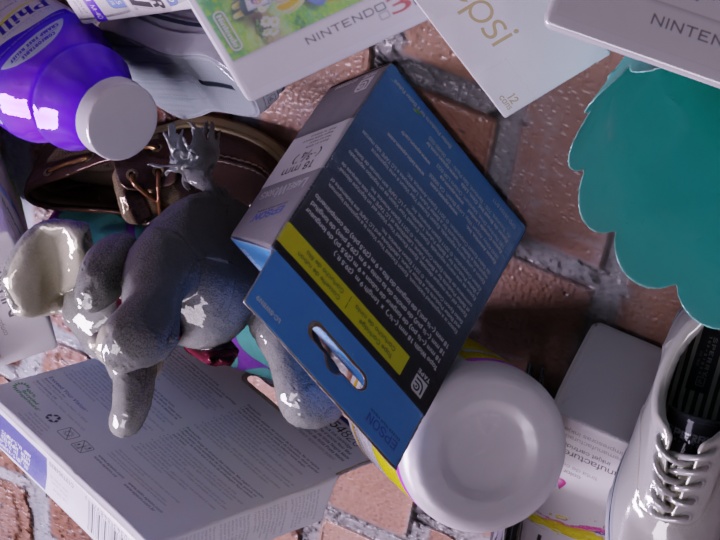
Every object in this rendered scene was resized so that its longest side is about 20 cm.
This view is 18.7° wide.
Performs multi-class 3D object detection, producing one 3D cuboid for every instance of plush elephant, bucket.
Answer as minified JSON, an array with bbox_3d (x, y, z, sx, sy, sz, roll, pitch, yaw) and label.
[{"bbox_3d":[-0.126,0.027,1.333,0.164,0.200,0.155,13,139,-35],"label":"plush elephant"},{"bbox_3d":[0.221,-0.071,1.081,0.207,0.135,0.207,21,144,16],"label":"bucket"}]

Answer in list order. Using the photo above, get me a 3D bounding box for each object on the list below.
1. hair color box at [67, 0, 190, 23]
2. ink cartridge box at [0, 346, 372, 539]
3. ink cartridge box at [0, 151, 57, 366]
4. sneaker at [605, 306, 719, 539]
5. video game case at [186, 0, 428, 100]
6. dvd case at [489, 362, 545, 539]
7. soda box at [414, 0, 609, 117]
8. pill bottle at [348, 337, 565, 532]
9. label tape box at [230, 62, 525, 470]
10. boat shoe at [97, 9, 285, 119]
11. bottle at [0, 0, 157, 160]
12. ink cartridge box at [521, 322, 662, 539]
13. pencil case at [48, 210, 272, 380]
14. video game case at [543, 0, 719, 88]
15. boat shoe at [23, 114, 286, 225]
[{"bbox_3d":[-0.101,-0.206,1.223,0.200,0.065,0.109,-4,133,38],"label":"hair color box"},{"bbox_3d":[-0.119,0.117,1.463,0.200,0.200,0.041,37,131,39],"label":"ink cartridge box"},{"bbox_3d":[-0.259,-0.014,1.467,0.067,0.200,0.117,-19,135,-3],"label":"ink cartridge box"},{"bbox_3d":[0.185,0.109,1.278,0.073,0.201,0.071,10,180,12],"label":"sneaker"},{"bbox_3d":[-0.024,-0.202,1.124,0.182,0.022,0.200,-24,124,11],"label":"video game case"},{"bbox_3d":[0.093,0.183,1.436,0.016,0.200,0.149,10,143,3],"label":"dvd case"},{"bbox_3d":[0.044,-0.175,1.097,0.068,0.064,0.200,-31,122,16],"label":"soda box"},{"bbox_3d":[0.052,0.092,1.380,0.104,0.104,0.200,43,177,-16],"label":"pill bottle"},{"bbox_3d":[0.000,0.000,1.278,0.063,0.200,0.144,-15,124,46],"label":"label tape box"},{"bbox_3d":[-0.088,-0.133,1.300,0.200,0.067,0.074,22,151,54],"label":"boat shoe"},{"bbox_3d":[-0.192,-0.120,1.322,0.200,0.084,0.065,33,160,49],"label":"bottle"},{"bbox_3d":[0.187,0.146,1.416,0.145,0.084,0.200,23,144,12],"label":"ink cartridge box"},{"bbox_3d":[-0.119,0.005,1.477,0.200,0.085,0.093,17,105,21],"label":"pencil case"},{"bbox_3d":[0.197,-0.171,0.947,0.182,0.200,0.024,20,-173,9],"label":"video game case"},{"bbox_3d":[-0.134,-0.056,1.422,0.200,0.072,0.072,9,140,28],"label":"boat shoe"}]
